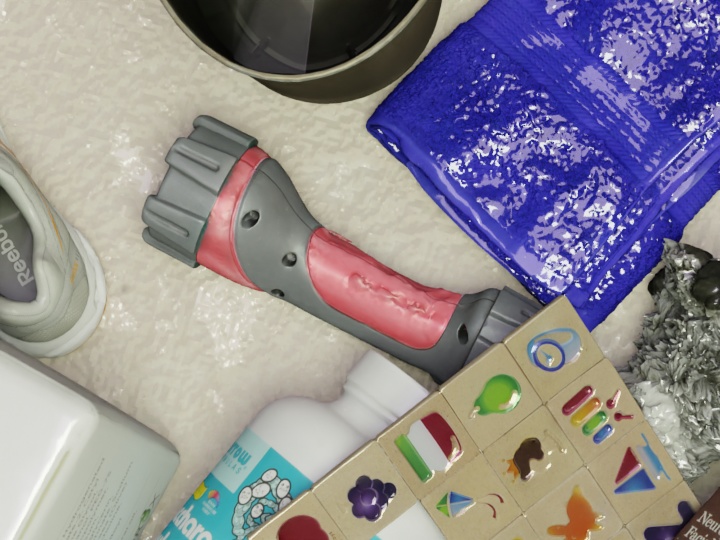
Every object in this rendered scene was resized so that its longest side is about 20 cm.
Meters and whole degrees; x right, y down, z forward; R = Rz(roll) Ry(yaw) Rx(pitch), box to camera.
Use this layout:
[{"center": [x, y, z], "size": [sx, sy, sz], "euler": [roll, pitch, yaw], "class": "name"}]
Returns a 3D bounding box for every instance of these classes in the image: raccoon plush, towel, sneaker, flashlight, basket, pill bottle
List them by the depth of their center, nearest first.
[{"center": [-0.020, -0.147, 0.938], "size": [0.135, 0.200, 0.182], "euler": [7, 82, 3], "class": "basket"}, {"center": [-0.032, 0.133, 0.946], "size": [0.111, 0.111, 0.200], "euler": [38, 84, 6], "class": "pill bottle"}, {"center": [0.182, 0.075, 0.962], "size": [0.199, 0.097, 0.135], "euler": [22, 91, 4], "class": "raccoon plush"}, {"center": [-0.191, -0.050, 0.984], "size": [0.076, 0.092, 0.200], "euler": [-42, 83, -5], "class": "sneaker"}, {"center": [0.000, 0.000, 0.984], "size": [0.199, 0.068, 0.068], "euler": [26, 94, 7], "class": "flashlight"}, {"center": [0.118, -0.089, 1.003], "size": [0.148, 0.050, 0.200], "euler": [44, 86, 6], "class": "towel"}]

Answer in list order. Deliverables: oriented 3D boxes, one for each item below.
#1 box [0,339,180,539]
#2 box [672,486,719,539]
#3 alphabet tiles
[{"center": [-0.219, 0.108, 0.914], "size": [0.198, 0.171, 0.201], "euler": [27, 83, 11], "class": "box"}, {"center": [0.205, 0.111, 0.889], "size": [0.200, 0.100, 0.075], "euler": [-46, 116, -8], "class": "box"}, {"center": [0.073, 0.138, 0.914], "size": [0.167, 0.008, 0.201], "euler": [-37, 107, -7], "class": "alphabet tiles"}]
